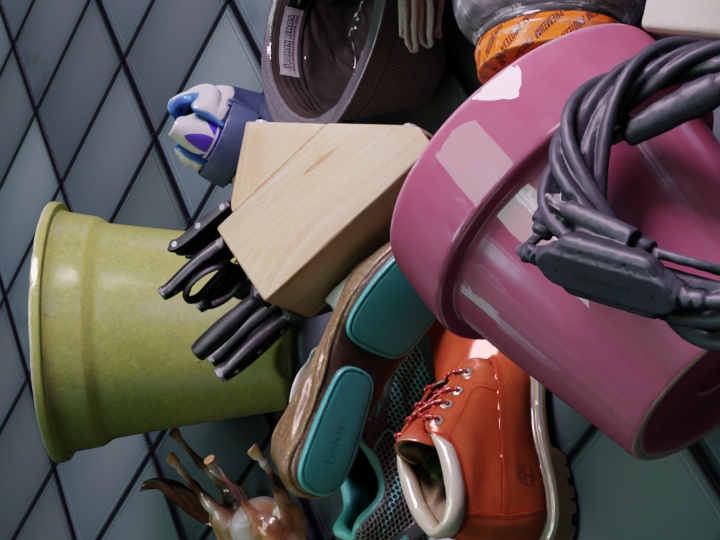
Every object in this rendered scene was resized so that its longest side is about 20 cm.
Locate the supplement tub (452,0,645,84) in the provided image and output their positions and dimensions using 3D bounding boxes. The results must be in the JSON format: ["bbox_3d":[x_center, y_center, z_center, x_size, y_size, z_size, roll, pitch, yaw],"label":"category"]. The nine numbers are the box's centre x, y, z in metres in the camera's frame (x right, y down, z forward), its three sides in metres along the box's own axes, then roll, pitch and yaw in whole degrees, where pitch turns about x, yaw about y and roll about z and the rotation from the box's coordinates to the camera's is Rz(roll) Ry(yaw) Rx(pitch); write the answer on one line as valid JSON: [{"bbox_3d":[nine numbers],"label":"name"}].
[{"bbox_3d":[0.115,-0.218,1.023,0.122,0.122,0.201,-22,65,51],"label":"supplement tub"}]

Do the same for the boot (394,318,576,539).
[{"bbox_3d":[0.065,0.087,1.040,0.075,0.107,0.201,-48,44,42],"label":"boot"}]

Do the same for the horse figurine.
[{"bbox_3d":[-0.093,0.186,1.258,0.050,0.133,0.200,-45,24,-27],"label":"horse figurine"}]

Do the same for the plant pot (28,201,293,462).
[{"bbox_3d":[-0.145,0.044,1.251,0.200,0.183,0.202,-2,-90,-90],"label":"plant pot"}]

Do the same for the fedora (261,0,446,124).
[{"bbox_3d":[0.003,-0.169,1.199,0.200,0.090,0.178,44,117,57],"label":"fedora"}]

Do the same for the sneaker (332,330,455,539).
[{"bbox_3d":[0.017,0.105,1.116,0.077,0.091,0.201,-28,60,48],"label":"sneaker"}]

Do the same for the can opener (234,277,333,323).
[{"bbox_3d":[0.000,0.000,1.136,0.199,0.066,0.053,-18,76,23],"label":"can opener"}]

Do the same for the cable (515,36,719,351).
[{"bbox_3d":[0.178,-0.040,0.756,0.199,0.051,0.164,15,60,38],"label":"cable"}]

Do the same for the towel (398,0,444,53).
[{"bbox_3d":[0.039,-0.254,1.067,0.133,0.034,0.201,87,-179,-53],"label":"towel"}]

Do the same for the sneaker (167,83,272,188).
[{"bbox_3d":[-0.077,-0.074,1.243,0.081,0.146,0.200,-62,39,25],"label":"sneaker"}]

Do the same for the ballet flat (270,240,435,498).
[{"bbox_3d":[-0.006,0.053,1.072,0.072,0.068,0.201,21,85,57],"label":"ballet flat"}]

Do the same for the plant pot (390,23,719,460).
[{"bbox_3d":[0.144,-0.004,0.891,0.179,0.199,0.200,51,124,28],"label":"plant pot"}]

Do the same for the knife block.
[{"bbox_3d":[-0.037,-0.008,1.086,0.199,0.064,0.177,4,81,30],"label":"knife block"}]

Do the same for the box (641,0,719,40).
[{"bbox_3d":[0.252,-0.147,0.838,0.200,0.095,0.078,17,96,54],"label":"box"}]
